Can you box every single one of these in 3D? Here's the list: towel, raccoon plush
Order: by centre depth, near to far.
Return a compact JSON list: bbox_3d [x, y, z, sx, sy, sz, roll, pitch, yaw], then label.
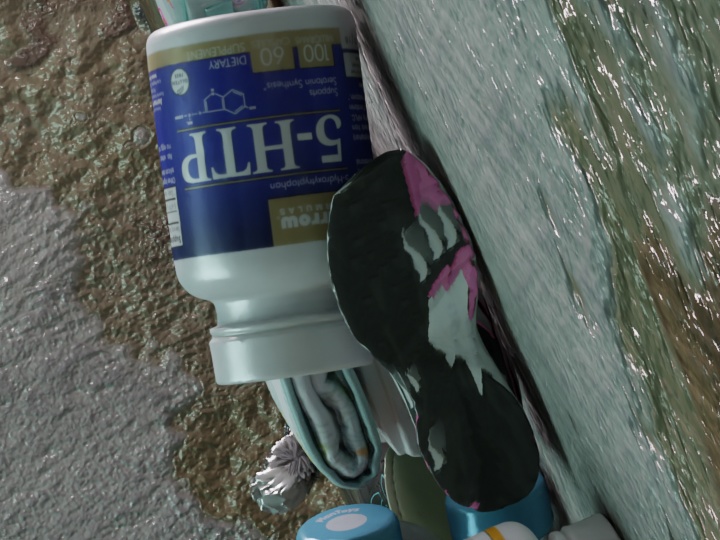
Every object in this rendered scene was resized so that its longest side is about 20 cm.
[{"bbox_3d":[-0.047,0.021,1.756,0.171,0.048,0.200,-124,15,-69],"label":"towel"},{"bbox_3d":[-0.018,0.105,1.949,0.097,0.200,0.134,25,153,29],"label":"raccoon plush"}]

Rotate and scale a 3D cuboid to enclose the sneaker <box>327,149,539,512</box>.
[{"bbox_3d":[0.037,0.032,1.554,0.086,0.080,0.201,-73,-34,-81],"label":"sneaker"}]

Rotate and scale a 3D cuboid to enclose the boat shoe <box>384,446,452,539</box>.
[{"bbox_3d":[0.074,0.204,1.959,0.061,0.072,0.201,83,161,-60],"label":"boat shoe"}]

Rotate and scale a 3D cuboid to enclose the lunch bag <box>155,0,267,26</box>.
[{"bbox_3d":[-0.114,-0.228,1.928,0.200,0.077,0.161,93,152,-79],"label":"lunch bag"}]

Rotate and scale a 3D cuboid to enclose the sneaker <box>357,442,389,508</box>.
[{"bbox_3d":[0.050,0.161,2.114,0.200,0.075,0.079,-140,36,-61],"label":"sneaker"}]

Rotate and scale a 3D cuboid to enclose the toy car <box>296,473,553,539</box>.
[{"bbox_3d":[0.040,0.202,1.722,0.200,0.176,0.185,-123,20,-72],"label":"toy car"}]

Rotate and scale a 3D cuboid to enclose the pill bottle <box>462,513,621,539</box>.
[{"bbox_3d":[0.049,0.200,1.456,0.109,0.200,0.110,156,90,-85],"label":"pill bottle"}]

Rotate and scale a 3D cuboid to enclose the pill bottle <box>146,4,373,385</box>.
[{"bbox_3d":[-0.049,-0.041,1.590,0.120,0.119,0.201,169,92,-85],"label":"pill bottle"}]

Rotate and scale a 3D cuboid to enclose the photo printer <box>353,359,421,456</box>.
[{"bbox_3d":[0.000,0.000,1.808,0.200,0.069,0.167,-120,8,-50],"label":"photo printer"}]
